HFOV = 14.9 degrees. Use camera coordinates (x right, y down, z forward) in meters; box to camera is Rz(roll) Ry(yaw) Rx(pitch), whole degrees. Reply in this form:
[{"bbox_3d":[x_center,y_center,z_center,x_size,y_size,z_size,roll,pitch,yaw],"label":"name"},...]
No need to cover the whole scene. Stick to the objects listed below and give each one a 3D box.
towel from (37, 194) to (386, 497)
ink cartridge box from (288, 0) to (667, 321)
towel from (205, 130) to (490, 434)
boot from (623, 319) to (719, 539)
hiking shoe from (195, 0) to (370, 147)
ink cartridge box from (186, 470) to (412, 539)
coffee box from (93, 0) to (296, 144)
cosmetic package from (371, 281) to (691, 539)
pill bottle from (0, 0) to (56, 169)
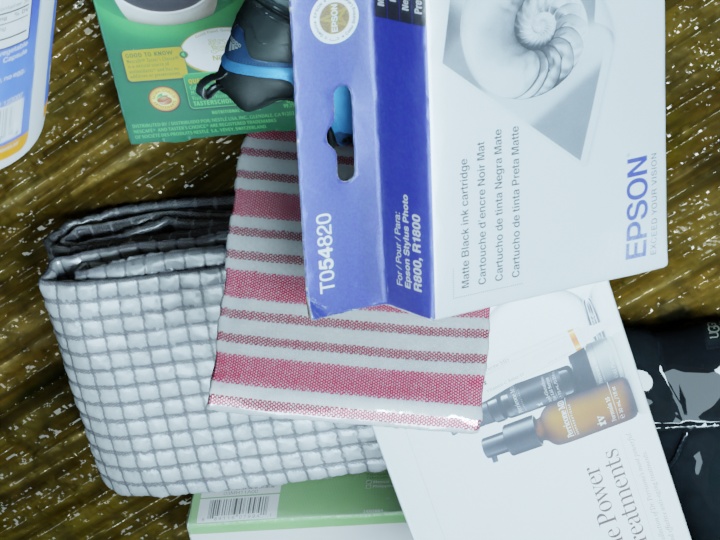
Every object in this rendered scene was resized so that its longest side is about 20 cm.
[{"bbox_3d":[-0.071,0.037,1.591,0.200,0.086,0.166,-8,122,7],"label":"towel"},{"bbox_3d":[0.065,-0.078,1.401,0.200,0.041,0.200,-13,113,-23],"label":"ink cartridge box"},{"bbox_3d":[0.000,0.000,1.476,0.146,0.200,0.030,5,146,2],"label":"towel"},{"bbox_3d":[0.161,0.110,1.629,0.168,0.076,0.200,-2,124,4],"label":"boot"},{"bbox_3d":[0.011,-0.101,1.441,0.200,0.074,0.087,20,111,-31],"label":"hiking shoe"},{"bbox_3d":[-0.019,0.214,1.763,0.145,0.048,0.200,-5,131,11],"label":"ink cartridge box"},{"bbox_3d":[-0.081,-0.160,1.446,0.123,0.044,0.200,-5,130,9],"label":"coffee box"},{"bbox_3d":[0.087,0.090,1.538,0.151,0.052,0.200,-19,112,3],"label":"cosmetic package"},{"bbox_3d":[-0.211,-0.155,1.421,0.112,0.112,0.200,10,131,-2],"label":"pill bottle"}]
